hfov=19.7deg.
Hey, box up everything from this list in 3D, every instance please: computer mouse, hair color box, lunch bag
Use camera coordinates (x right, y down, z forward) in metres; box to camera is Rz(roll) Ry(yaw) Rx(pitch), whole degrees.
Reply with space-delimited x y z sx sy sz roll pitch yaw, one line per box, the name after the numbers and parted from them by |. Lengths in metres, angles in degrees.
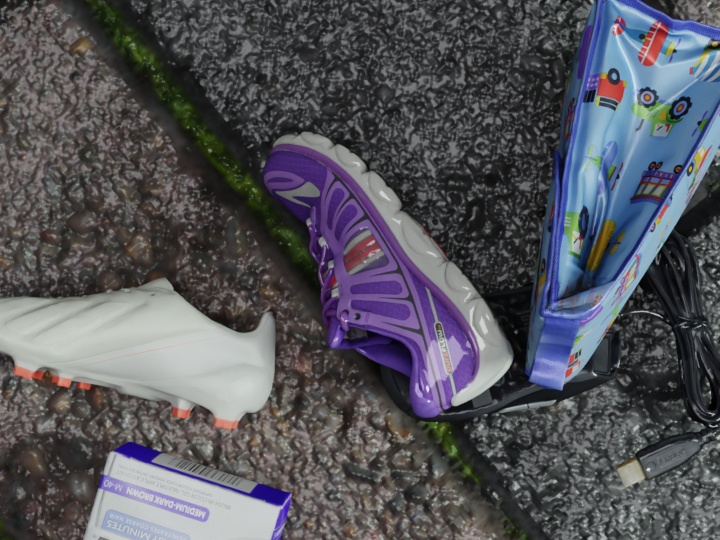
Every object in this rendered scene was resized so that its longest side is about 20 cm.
0.118 0.067 1.210 0.199 0.046 0.141 -20 76 -5 | computer mouse
-0.122 0.214 1.227 0.109 0.065 0.201 17 93 4 | hair color box
0.136 -0.026 1.134 0.094 0.151 0.201 19 74 5 | lunch bag

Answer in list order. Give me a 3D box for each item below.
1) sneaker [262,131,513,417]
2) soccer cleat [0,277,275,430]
0.000 0.000 1.176 0.083 0.081 0.200 -37 61 -8 | sneaker
-0.147 0.037 1.229 0.199 0.069 0.078 14 87 -3 | soccer cleat
